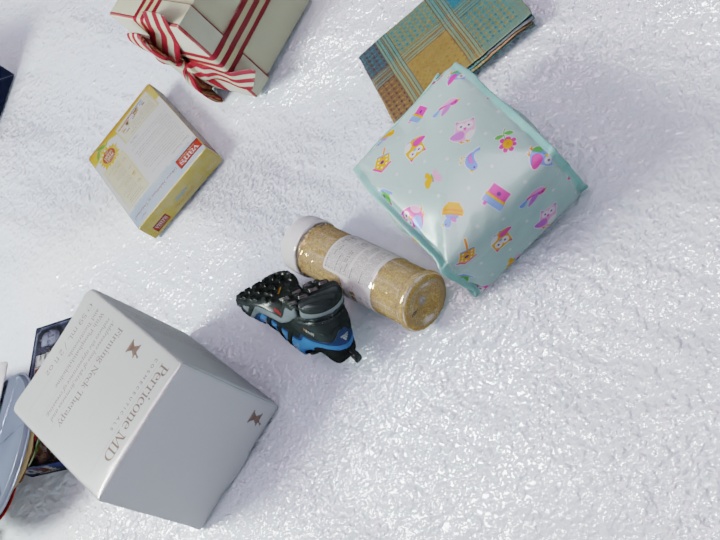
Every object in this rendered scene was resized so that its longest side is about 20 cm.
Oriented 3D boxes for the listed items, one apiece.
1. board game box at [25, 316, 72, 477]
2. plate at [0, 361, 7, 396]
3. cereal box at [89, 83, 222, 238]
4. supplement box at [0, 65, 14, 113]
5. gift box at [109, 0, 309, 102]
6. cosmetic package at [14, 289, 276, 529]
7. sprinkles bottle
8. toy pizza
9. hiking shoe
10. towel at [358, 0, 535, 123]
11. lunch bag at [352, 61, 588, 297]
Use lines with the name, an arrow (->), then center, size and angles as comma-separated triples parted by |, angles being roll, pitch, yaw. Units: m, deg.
board game box -> -0.379, 0.157, 1.346 | 0.135, 0.035, 0.200 | -17, 59, 30
plate -> -0.541, 0.228, 1.393 | 0.199, 0.032, 0.201 | -20, 56, 50
cereal box -> -0.287, -0.154, 1.433 | 0.144, 0.040, 0.200 | -49, 49, 7
supplement box -> -0.726, -0.267, 1.753 | 0.199, 0.134, 0.201 | -2, 67, 36
gift box -> -0.197, -0.341, 1.366 | 0.200, 0.184, 0.187 | 21, 79, 47
cosmetic package -> -0.239, 0.153, 1.157 | 0.200, 0.166, 0.168 | 30, 87, 41
sprinkles bottle -> 0.000, 0.000, 1.122 | 0.200, 0.068, 0.068 | 26, 84, 42
toy pizza -> -0.449, 0.229, 1.315 | 0.200, 0.032, 0.201 | -33, 47, 44
hiking shoe -> -0.075, 0.055, 1.146 | 0.074, 0.087, 0.200 | -30, 19, -23
towel -> 0.098, -0.271, 1.221 | 0.200, 0.022, 0.147 | -38, 49, 18
lunch bag -> 0.102, -0.102, 1.066 | 0.170, 0.122, 0.200 | -46, 54, 9
